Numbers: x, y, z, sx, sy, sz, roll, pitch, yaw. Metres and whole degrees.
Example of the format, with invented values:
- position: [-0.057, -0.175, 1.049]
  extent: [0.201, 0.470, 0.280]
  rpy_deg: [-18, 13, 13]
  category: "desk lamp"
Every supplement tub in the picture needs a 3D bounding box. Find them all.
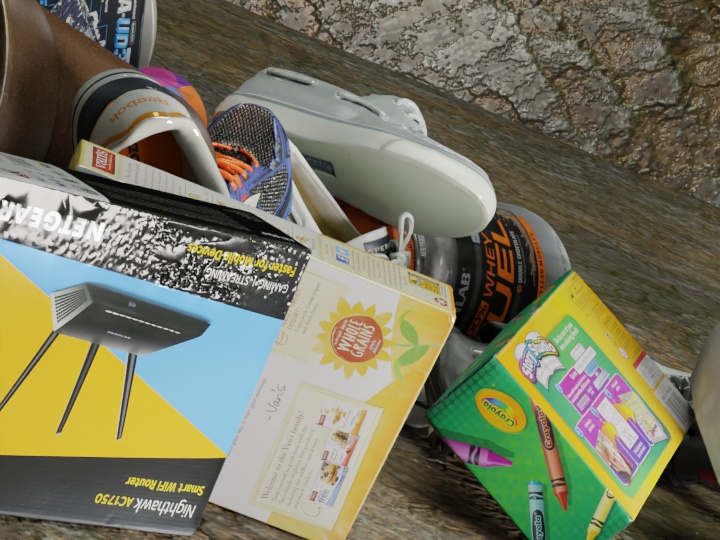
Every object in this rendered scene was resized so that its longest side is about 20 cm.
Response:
- position: [0.045, 0.004, 1.872]
  extent: [0.122, 0.123, 0.199]
  rpy_deg: [31, 13, 36]
  category: "supplement tub"

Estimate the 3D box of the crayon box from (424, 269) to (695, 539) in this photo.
- position: [0.119, 0.083, 1.592]
  extent: [0.119, 0.058, 0.200]
  rpy_deg: [50, 22, 1]
  category: "crayon box"

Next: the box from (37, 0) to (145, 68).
- position: [-0.211, -0.160, 1.783]
  extent: [0.158, 0.201, 0.046]
  rpy_deg: [-22, 42, -40]
  category: "box"

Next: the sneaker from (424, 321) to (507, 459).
- position: [0.107, 0.074, 1.725]
  extent: [0.199, 0.066, 0.091]
  rpy_deg: [12, 52, -46]
  category: "sneaker"

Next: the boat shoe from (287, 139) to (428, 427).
- position: [0.001, -0.002, 1.714]
  extent: [0.202, 0.086, 0.075]
  rpy_deg: [52, 20, 5]
  category: "boat shoe"

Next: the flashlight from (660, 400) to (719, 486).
- position: [0.271, 0.147, 1.840]
  extent: [0.199, 0.068, 0.068]
  rpy_deg: [24, 0, 34]
  category: "flashlight"

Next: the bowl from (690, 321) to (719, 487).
- position: [0.254, 0.121, 1.670]
  extent: [0.074, 0.201, 0.200]
  rpy_deg: [-19, 8, 9]
  category: "bowl"

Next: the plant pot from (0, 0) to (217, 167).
- position: [-0.194, -0.057, 1.484]
  extent: [0.200, 0.201, 0.198]
  rpy_deg: [32, 4, 41]
  category: "plant pot"

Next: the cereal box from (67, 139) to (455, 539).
- position: [-0.072, 0.038, 1.343]
  extent: [0.199, 0.144, 0.040]
  rpy_deg: [23, 23, -11]
  category: "cereal box"

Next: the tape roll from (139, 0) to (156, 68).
- position: [-0.240, -0.175, 1.927]
  extent: [0.202, 0.204, 0.037]
  rpy_deg: [22, 9, -7]
  category: "tape roll"

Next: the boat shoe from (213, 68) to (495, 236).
- position: [0.004, -0.084, 1.759]
  extent: [0.200, 0.072, 0.070]
  rpy_deg: [20, -36, 24]
  category: "boat shoe"

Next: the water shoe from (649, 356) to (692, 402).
- position: [0.190, 0.094, 1.964]
  extent: [0.199, 0.072, 0.079]
  rpy_deg: [24, -18, 11]
  category: "water shoe"

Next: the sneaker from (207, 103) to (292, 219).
- position: [-0.089, -0.037, 1.624]
  extent: [0.075, 0.079, 0.200]
  rpy_deg: [15, 43, 10]
  category: "sneaker"

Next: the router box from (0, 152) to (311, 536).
- position: [-0.128, 0.033, 1.221]
  extent: [0.199, 0.150, 0.051]
  rpy_deg: [12, 14, -48]
  category: "router box"

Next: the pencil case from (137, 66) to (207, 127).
- position: [-0.170, -0.089, 1.702]
  extent: [0.088, 0.089, 0.200]
  rpy_deg: [27, 10, 22]
  category: "pencil case"

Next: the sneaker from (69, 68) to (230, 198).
- position: [-0.099, 0.003, 1.390]
  extent: [0.078, 0.201, 0.079]
  rpy_deg: [-19, 21, -14]
  category: "sneaker"
